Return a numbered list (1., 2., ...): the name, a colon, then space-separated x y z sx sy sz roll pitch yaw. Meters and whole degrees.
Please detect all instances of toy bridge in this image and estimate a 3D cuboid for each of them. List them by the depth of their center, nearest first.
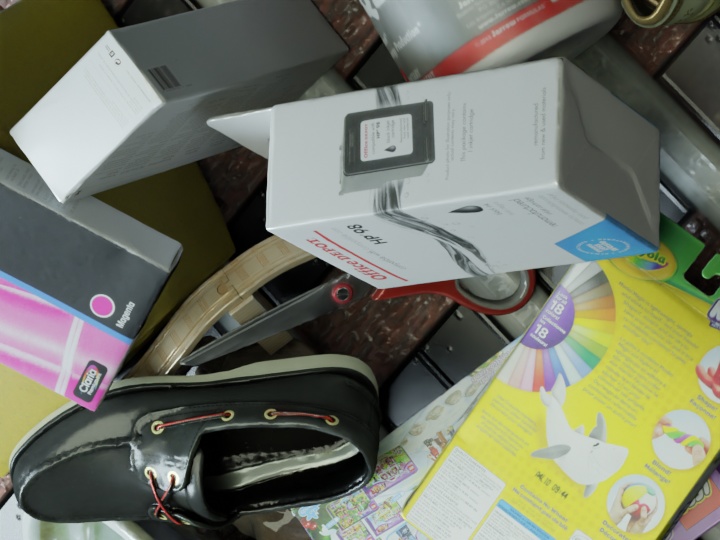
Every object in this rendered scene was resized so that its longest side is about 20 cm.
1. toy bridge: -0.059 0.020 1.563 0.200 0.067 0.027 -37 62 3

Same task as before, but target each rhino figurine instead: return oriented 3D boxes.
1. rhino figurine: -0.043 0.128 1.626 0.087 0.060 0.201 -7 99 22

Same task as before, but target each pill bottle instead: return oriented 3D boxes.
1. pill bottle: 0.035 -0.184 1.492 0.114 0.114 0.201 -33 84 28

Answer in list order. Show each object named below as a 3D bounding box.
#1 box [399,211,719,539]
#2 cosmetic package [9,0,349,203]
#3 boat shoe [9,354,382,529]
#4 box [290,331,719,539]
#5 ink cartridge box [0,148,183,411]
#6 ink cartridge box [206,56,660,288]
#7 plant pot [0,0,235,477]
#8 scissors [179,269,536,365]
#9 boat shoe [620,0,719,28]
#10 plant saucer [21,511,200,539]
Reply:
1. box: 0.123 0.073 1.489 0.117 0.048 0.200 37 100 12
2. cosmetic package: -0.090 -0.093 1.526 0.083 0.200 0.051 -44 80 27
3. boat shoe: -0.087 0.096 1.537 0.200 0.063 0.074 -12 130 9
4. box: 0.082 0.120 1.546 0.200 0.039 0.137 -37 82 13
5. ink cartridge box: -0.196 -0.017 1.489 0.199 0.037 0.095 29 119 -2
6. ink cartridge box: 0.034 -0.042 1.459 0.199 0.116 0.067 -8 71 29
7. plant pot: -0.188 -0.012 1.609 0.176 0.200 0.200 45 117 -1
8. scissors: 0.000 0.000 1.545 0.199 0.014 0.074 -10 109 -7
9. boat shoe: 0.148 -0.219 1.456 0.073 0.063 0.201 -3 98 28
10. plant saucer: -0.105 0.192 1.649 0.200 0.050 0.201 37 147 29
